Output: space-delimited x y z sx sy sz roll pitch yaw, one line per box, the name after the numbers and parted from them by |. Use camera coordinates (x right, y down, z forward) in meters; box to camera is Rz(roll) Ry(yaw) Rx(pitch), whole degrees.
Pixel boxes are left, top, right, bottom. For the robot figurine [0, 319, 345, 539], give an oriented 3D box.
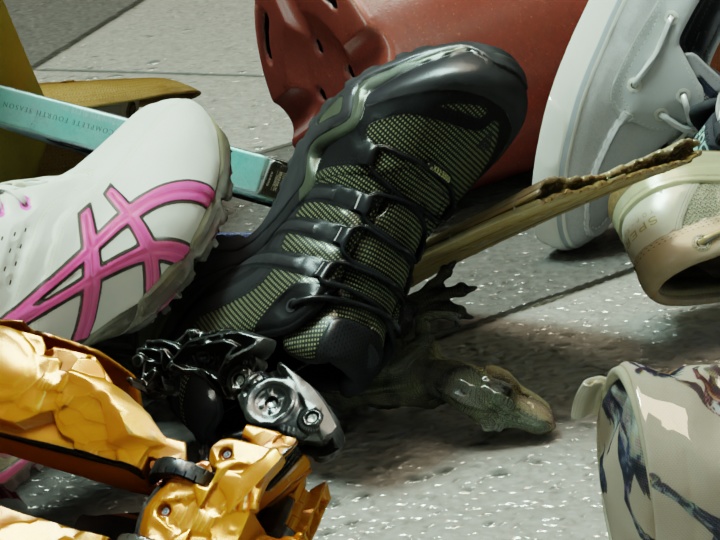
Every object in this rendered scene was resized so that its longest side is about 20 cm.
-0.099 0.078 0.906 0.199 0.058 0.146 14 64 25 | robot figurine

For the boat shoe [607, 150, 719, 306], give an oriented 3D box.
0.208 -0.013 1.187 0.199 0.072 0.065 0 50 -17 | boat shoe

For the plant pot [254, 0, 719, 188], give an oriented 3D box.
0.062 -0.129 1.443 0.195 0.202 0.200 -24 22 -24 | plant pot

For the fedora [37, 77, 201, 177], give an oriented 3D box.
-0.176 -0.059 1.443 0.199 0.082 0.201 -3 5 0 | fedora

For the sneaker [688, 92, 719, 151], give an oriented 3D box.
0.178 -0.066 1.232 0.139 0.200 0.078 -22 53 20 | sneaker

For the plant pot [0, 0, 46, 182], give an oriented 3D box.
-0.265 -0.048 1.227 0.199 0.200 0.177 -4 54 9 | plant pot

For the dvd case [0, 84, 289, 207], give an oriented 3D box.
-0.073 -0.050 1.305 0.145 0.022 0.200 15 1 20 | dvd case

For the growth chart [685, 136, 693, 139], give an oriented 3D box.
0.231 -0.075 1.372 0.199 0.018 0.145 1 -8 27 | growth chart

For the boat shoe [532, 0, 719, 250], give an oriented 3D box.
0.144 -0.099 1.306 0.068 0.201 0.072 23 -2 26 | boat shoe

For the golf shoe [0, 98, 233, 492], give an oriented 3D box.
-0.120 -0.007 1.045 0.072 0.092 0.200 -6 39 45 | golf shoe

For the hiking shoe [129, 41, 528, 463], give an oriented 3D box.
0.000 0.000 1.070 0.076 0.200 0.101 30 23 -42 | hiking shoe

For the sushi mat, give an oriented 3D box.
0.048 -0.014 1.155 0.095 0.012 0.200 -15 -7 -39 | sushi mat

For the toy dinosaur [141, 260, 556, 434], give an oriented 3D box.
-0.002 0.036 1.136 0.199 0.048 0.088 -1 23 31 | toy dinosaur

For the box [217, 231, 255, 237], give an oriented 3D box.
-0.084 0.001 1.230 0.121 0.033 0.200 -7 0 27 | box

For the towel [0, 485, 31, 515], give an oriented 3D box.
-0.193 0.106 1.015 0.143 0.023 0.200 -11 18 -19 | towel

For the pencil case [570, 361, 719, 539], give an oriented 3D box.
0.175 0.057 0.914 0.199 0.078 0.090 -8 41 -2 | pencil case
